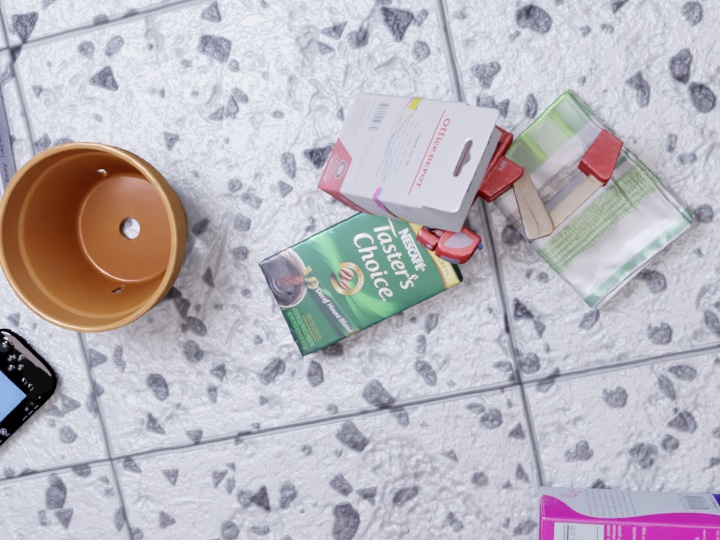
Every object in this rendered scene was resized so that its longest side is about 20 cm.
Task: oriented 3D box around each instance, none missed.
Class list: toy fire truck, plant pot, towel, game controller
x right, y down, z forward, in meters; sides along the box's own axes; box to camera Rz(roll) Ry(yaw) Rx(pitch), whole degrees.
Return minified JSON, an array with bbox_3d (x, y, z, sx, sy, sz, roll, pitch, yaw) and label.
[{"bbox_3d":[0.165,-0.079,1.080,0.141,0.049,0.200,33,91,8],"label":"toy fire truck"},{"bbox_3d":[-0.277,-0.041,1.141,0.200,0.140,0.201,1,97,8],"label":"plant pot"},{"bbox_3d":[0.240,-0.075,1.116,0.149,0.031,0.200,-44,89,10],"label":"towel"},{"bbox_3d":[-0.456,0.161,1.243,0.200,0.042,0.104,-43,89,12],"label":"game controller"}]

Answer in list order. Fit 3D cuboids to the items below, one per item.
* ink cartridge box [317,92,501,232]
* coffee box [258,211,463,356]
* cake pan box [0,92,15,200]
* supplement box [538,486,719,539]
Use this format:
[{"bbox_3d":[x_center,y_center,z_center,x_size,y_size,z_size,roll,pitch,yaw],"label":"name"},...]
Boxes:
[{"bbox_3d":[0.061,-0.109,1.051,0.200,0.067,0.117,16,80,46],"label":"ink cartridge box"},{"bbox_3d":[0.000,0.000,1.153,0.200,0.044,0.123,-24,92,10],"label":"coffee box"},{"bbox_3d":[-0.502,-0.144,1.208,0.184,0.052,0.200,-9,95,12],"label":"cake pan box"},{"bbox_3d":[0.293,0.299,1.119,0.199,0.101,0.104,2,98,9],"label":"supplement box"}]
